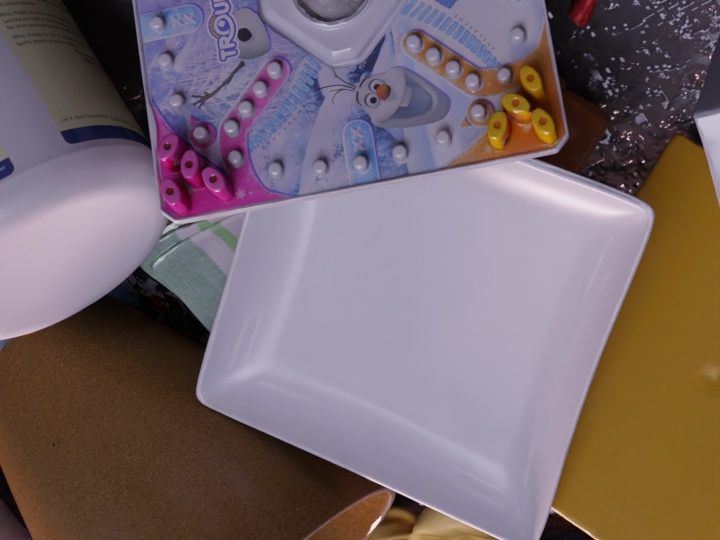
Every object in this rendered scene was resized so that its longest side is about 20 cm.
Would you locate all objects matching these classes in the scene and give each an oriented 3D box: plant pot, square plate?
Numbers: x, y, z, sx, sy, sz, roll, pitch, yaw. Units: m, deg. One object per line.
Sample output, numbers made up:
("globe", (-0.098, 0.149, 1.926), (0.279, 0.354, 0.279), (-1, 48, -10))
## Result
("plant pot", (-0.116, 0.114, 1.200), (0.200, 0.186, 0.187), (45, 124, 13))
("square plate", (0.029, 0.016, 1.087), (0.197, 0.028, 0.201), (23, 116, 13))

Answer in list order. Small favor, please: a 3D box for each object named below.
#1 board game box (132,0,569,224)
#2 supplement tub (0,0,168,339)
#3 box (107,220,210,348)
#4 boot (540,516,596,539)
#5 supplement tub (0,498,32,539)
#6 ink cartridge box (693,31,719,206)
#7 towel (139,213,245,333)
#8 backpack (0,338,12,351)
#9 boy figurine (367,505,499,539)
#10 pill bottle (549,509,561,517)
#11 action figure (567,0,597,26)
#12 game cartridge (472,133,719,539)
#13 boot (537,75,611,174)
("board game box", (-0.014, -0.137, 1.048), (0.199, 0.026, 0.201), (-10, 76, 6))
("supplement tub", (-0.202, -0.081, 1.126), (0.145, 0.145, 0.201), (-47, 65, 32))
("box", (-0.063, 0.044, 1.260), (0.200, 0.035, 0.110), (39, 123, -7))
("boot", (0.107, 0.199, 1.205), (0.097, 0.075, 0.200), (27, 143, -17))
("supplement tub", (-0.254, 0.212, 1.358), (0.132, 0.132, 0.200), (-27, 109, 28))
("ink cartridge box", (0.267, -0.089, 1.017), (0.199, 0.146, 0.083), (-13, 113, 23))
("towel", (0.000, 0.000, 1.157), (0.199, 0.023, 0.153), (-22, 128, 26))
("backpack", (-0.270, 0.013, 1.252), (0.200, 0.127, 0.167), (-33, 111, 31))
("boy figurine", (0.073, 0.173, 1.277), (0.199, 0.065, 0.125), (13, 128, 7))
("pill bottle", (0.203, 0.108, 1.169), (0.199, 0.114, 0.114), (14, 122, 10))
("action figure", (0.143, -0.214, 1.041), (0.065, 0.052, 0.200), (31, 118, -9))
("game cartridge", (0.181, 0.058, 1.107), (0.176, 0.032, 0.201), (34, 91, 19))
("boot", (0.027, -0.049, 1.161), (0.154, 0.074, 0.200), (28, 129, -8))
